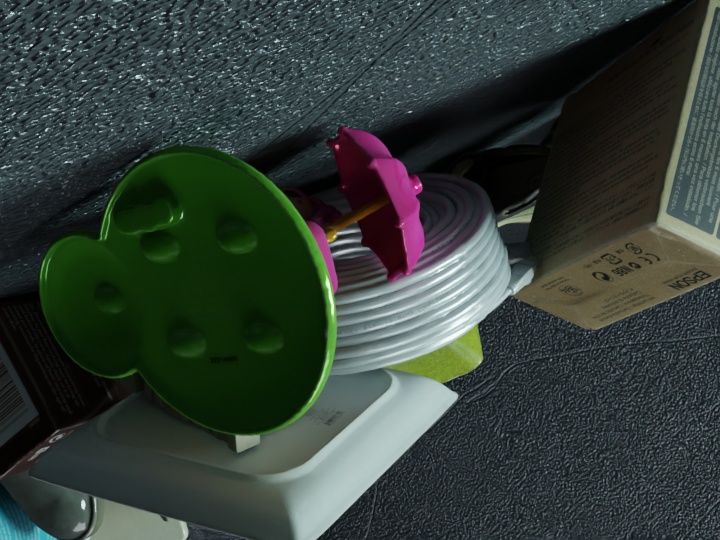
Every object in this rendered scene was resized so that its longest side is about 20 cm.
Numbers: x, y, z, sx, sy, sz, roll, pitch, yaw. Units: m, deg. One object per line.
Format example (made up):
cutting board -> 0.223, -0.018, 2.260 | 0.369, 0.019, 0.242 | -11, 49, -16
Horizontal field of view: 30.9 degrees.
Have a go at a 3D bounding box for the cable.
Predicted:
cable -> 0.000, 0.000, 0.867 | 0.198, 0.070, 0.200 | 3, -153, 31

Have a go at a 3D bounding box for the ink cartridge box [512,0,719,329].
ink cartridge box -> 0.190, -0.064, 0.867 | 0.075, 0.166, 0.200 | 23, 161, -12

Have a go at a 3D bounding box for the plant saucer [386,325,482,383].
plant saucer -> -0.003, 0.029, 1.131 | 0.199, 0.201, 0.048 | -25, 135, 20

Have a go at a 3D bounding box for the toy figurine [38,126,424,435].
toy figurine -> -0.049, -0.013, 0.731 | 0.198, 0.152, 0.184 | -7, -166, 35

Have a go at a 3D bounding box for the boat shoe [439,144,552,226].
boat shoe -> 0.091, -0.065, 1.042 | 0.199, 0.074, 0.065 | -17, 153, 34

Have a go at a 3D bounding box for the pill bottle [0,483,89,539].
pill bottle -> -0.293, 0.196, 0.977 | 0.110, 0.112, 0.200 | -25, 179, 25

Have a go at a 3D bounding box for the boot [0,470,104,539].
boot -> -0.279, 0.131, 0.871 | 0.072, 0.183, 0.200 | -37, 174, 22

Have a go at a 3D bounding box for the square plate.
square plate -> -0.068, 0.092, 0.804 | 0.196, 0.029, 0.200 | 8, -156, 29

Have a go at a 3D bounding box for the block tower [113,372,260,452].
block tower -> -0.115, 0.048, 0.811 | 0.057, 0.055, 0.199 | -20, -153, -35

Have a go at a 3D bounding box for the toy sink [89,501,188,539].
toy sink -> -0.232, 0.160, 1.150 | 0.129, 0.202, 0.112 | -23, 176, 4

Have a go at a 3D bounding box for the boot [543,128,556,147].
boot -> 0.220, -0.057, 1.135 | 0.073, 0.152, 0.200 | -22, 174, 3

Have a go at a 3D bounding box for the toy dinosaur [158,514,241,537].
toy dinosaur -> -0.076, 0.114, 0.838 | 0.198, 0.059, 0.102 | 4, -144, -1

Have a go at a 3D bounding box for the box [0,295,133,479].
box -> -0.195, 0.070, 0.933 | 0.075, 0.101, 0.199 | -37, 168, 27
